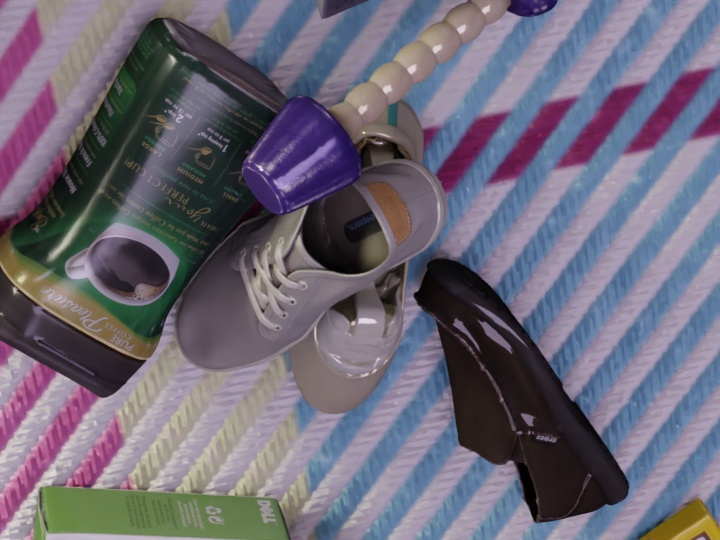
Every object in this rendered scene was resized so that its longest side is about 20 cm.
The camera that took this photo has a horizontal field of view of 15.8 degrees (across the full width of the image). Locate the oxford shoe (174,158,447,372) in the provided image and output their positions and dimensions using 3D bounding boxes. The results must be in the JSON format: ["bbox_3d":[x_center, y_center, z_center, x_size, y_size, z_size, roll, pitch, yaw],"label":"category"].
[{"bbox_3d":[-0.039,-0.001,1.432,0.199,0.058,0.076,-31,86,35],"label":"oxford shoe"}]

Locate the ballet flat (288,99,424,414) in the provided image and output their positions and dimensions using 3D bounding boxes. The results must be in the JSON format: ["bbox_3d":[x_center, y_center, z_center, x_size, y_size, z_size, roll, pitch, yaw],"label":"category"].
[{"bbox_3d":[0.000,0.000,1.476,0.069,0.070,0.201,2,112,-13],"label":"ballet flat"}]

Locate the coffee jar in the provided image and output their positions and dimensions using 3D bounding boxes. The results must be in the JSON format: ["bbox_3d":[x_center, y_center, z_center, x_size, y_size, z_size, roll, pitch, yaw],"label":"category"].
[{"bbox_3d":[-0.124,-0.032,1.425,0.104,0.085,0.200,32,101,-26],"label":"coffee jar"}]

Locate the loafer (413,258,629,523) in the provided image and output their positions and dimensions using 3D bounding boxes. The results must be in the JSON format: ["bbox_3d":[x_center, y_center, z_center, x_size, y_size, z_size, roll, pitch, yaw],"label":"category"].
[{"bbox_3d":[0.085,0.080,1.523,0.071,0.073,0.200,-36,115,2],"label":"loafer"}]

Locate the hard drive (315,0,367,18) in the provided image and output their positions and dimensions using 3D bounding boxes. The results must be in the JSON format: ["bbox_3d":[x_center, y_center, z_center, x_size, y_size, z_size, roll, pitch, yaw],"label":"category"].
[{"bbox_3d":[0.038,-0.220,1.336,0.134,0.042,0.200,-25,158,-24],"label":"hard drive"}]

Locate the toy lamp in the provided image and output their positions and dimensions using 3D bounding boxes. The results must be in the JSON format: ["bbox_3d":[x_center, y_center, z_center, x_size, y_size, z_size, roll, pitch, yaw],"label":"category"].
[{"bbox_3d":[0.020,-0.103,1.383,0.200,0.058,0.058,-42,117,-18],"label":"toy lamp"}]

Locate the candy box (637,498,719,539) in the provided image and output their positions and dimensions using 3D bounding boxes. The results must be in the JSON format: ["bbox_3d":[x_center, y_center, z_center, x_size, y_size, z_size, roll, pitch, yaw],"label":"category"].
[{"bbox_3d":[0.159,0.239,1.632,0.199,0.026,0.102,-35,118,4],"label":"candy box"}]

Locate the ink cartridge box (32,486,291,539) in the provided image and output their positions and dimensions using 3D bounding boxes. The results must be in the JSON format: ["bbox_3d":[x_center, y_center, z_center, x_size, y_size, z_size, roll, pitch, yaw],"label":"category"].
[{"bbox_3d":[-0.096,0.191,1.536,0.198,0.059,0.105,4,113,-13],"label":"ink cartridge box"}]
